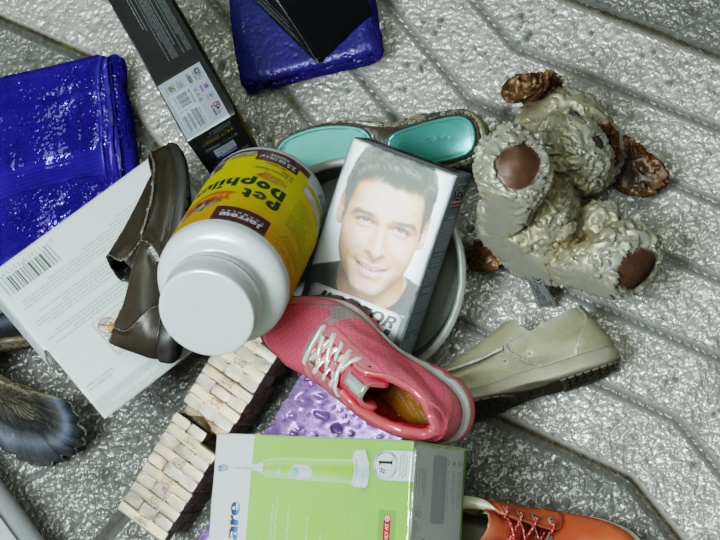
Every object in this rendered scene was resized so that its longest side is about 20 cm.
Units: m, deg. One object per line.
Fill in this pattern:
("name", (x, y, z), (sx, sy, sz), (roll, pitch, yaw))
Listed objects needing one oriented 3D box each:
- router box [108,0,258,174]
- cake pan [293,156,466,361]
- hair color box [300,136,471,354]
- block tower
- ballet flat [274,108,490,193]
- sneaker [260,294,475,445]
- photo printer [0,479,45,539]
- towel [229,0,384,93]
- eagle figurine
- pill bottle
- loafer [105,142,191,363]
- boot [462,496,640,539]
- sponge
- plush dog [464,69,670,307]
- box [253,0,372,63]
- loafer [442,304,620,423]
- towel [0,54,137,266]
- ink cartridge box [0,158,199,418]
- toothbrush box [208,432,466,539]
("router box", (-0.160, -0.178, 1.615), (0.052, 0.157, 0.201), (-30, 70, 0))
("cake pan", (0.000, 0.000, 1.559), (0.199, 0.037, 0.202), (1, 94, 16))
("hair color box", (0.013, -0.003, 1.504), (0.099, 0.061, 0.201), (20, 99, 14))
("block tower", (-0.133, 0.138, 1.545), (0.054, 0.058, 0.201), (33, 91, 15))
("ballet flat", (0.024, -0.106, 1.602), (0.199, 0.075, 0.068), (-8, 87, 14))
("sneaker", (0.000, 0.078, 1.436), (0.199, 0.087, 0.074), (29, 102, 14))
("photo printer", (-0.367, 0.251, 1.553), (0.166, 0.069, 0.200), (-43, 70, 6))
("towel", (-0.055, -0.275, 1.688), (0.147, 0.050, 0.201), (-12, 71, 14))
("eagle figurine", (-0.337, 0.082, 1.598), (0.199, 0.151, 0.152), (12, 117, -16))
("pill bottle", (-0.099, -0.014, 1.442), (0.109, 0.110, 0.200), (3, 29, 11))
("loafer", (-0.182, -0.020, 1.505), (0.071, 0.073, 0.201), (2, 64, -2))
("boot", (0.137, 0.228, 1.458), (0.199, 0.107, 0.075), (4, 71, 10))
("sponge", (-0.051, 0.194, 1.526), (0.111, 0.030, 0.201), (33, 92, 19))
("plush dog", (0.173, -0.080, 1.546), (0.200, 0.160, 0.172), (37, 64, -17))
("box", (-0.093, -0.302, 1.605), (0.079, 0.141, 0.200), (-44, 68, 1))
("loafer", (0.122, 0.082, 1.527), (0.199, 0.076, 0.069), (-14, 69, -4))
("towel", (-0.282, -0.102, 1.662), (0.147, 0.050, 0.201), (-11, 71, 6))
("ink cartridge box", (-0.199, 0.016, 1.552), (0.200, 0.044, 0.174), (-38, 73, -18))
("toothbrush box", (-0.022, 0.209, 1.427), (0.199, 0.086, 0.147), (-2, 80, 33))
